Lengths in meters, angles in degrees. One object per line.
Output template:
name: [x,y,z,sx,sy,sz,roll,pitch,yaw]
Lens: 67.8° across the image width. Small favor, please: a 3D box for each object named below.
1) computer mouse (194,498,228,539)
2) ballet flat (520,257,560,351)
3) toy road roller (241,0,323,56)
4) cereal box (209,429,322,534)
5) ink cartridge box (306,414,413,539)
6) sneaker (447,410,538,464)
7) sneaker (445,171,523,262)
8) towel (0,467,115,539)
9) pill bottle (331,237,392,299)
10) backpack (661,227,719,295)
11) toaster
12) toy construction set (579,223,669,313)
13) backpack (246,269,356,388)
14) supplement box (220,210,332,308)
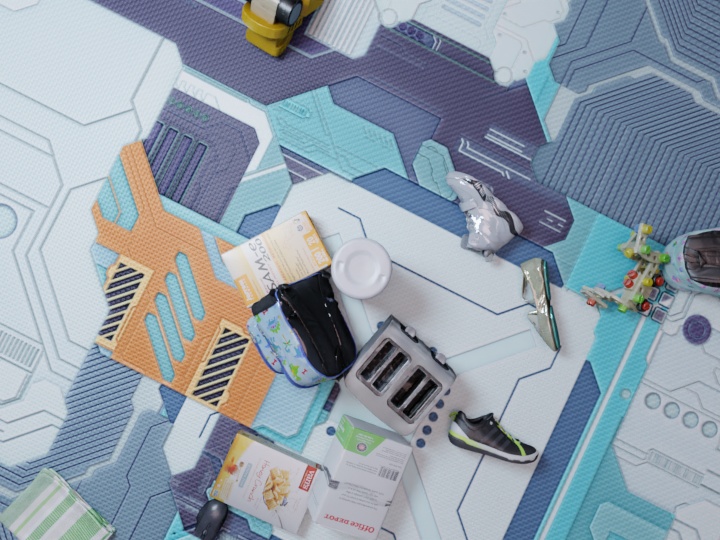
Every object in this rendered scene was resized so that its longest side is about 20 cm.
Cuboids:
computer mouse: [-0.336,0.566,1.115,0.058,0.034,0.201,26,90,-2]
ballet flat: [0.381,0.074,1.146,0.062,0.067,0.202,-10,84,26]
toy road roller: [-0.172,-0.552,1.131,0.122,0.146,0.200,31,50,0]
cereal box: [-0.194,0.441,1.121,0.199,0.040,0.145,23,88,0]
ink cartridge box: [-0.003,0.419,1.088,0.145,0.084,0.201,24,88,-17]
sneaker: [0.281,0.343,1.120,0.199,0.072,0.083,14,87,-1]
sneaker: [0.238,-0.113,1.132,0.200,0.075,0.115,40,85,-3]
towel: [-0.633,0.530,1.116,0.200,0.023,0.153,43,88,0]
pill bottle: [0.000,0.000,1.060,0.112,0.200,0.114,0,88,-1]
backpack: [0.745,-0.014,1.117,0.198,0.127,0.168,2,77,0]
toaster: [0.070,0.216,1.096,0.181,0.119,0.200,42,88,1]
toy construction set: [0.565,0.011,1.128,0.131,0.092,0.200,37,96,-24]
backpack: [-0.111,0.129,1.063,0.147,0.183,0.201,-33,83,33]
supplement box: [-0.171,-0.022,1.120,0.199,0.074,0.127,-29,88,-2]
